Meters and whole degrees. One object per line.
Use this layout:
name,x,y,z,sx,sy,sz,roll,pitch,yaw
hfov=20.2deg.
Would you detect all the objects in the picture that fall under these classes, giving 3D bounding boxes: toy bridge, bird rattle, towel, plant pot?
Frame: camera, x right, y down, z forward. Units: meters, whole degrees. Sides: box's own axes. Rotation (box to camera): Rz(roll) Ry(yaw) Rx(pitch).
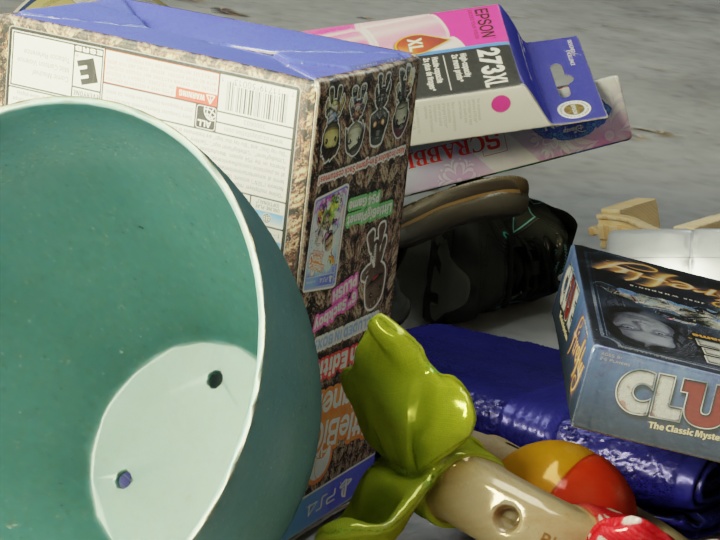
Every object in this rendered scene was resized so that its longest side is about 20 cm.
toy bridge,0.193,-0.017,1.080,0.067,0.027,0.200,-16,12,-36
bird rattle,0.078,0.094,0.792,0.199,0.113,0.163,17,3,23
towel,0.092,0.074,0.953,0.199,0.050,0.147,14,11,27
plant pot,-0.093,0.054,0.746,0.199,0.201,0.135,16,-10,30

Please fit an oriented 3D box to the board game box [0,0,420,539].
board game box,-0.073,-0.004,0.872,0.159,0.201,0.097,15,18,25

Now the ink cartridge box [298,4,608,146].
ink cartridge box,0.033,-0.108,1.143,0.199,0.037,0.095,-6,36,-2

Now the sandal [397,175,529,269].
sandal,0.000,0.000,1.085,0.199,0.055,0.082,-18,1,2

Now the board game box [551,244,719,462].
board game box,0.179,0.046,0.796,0.199,0.035,0.136,14,17,-2

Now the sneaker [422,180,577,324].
sneaker,0.084,-0.015,1.190,0.079,0.076,0.200,11,17,8

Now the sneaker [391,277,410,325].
sneaker,-0.077,0.004,1.009,0.199,0.091,0.076,-12,13,-13

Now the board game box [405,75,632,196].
board game box,0.041,-0.073,1.238,0.198,0.041,0.200,-14,4,-9

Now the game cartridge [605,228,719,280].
game cartridge,0.221,0.013,1.006,0.199,0.041,0.133,4,-17,10

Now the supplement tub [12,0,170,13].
supplement tub,-0.148,-0.097,1.257,0.144,0.145,0.200,-1,18,-22
